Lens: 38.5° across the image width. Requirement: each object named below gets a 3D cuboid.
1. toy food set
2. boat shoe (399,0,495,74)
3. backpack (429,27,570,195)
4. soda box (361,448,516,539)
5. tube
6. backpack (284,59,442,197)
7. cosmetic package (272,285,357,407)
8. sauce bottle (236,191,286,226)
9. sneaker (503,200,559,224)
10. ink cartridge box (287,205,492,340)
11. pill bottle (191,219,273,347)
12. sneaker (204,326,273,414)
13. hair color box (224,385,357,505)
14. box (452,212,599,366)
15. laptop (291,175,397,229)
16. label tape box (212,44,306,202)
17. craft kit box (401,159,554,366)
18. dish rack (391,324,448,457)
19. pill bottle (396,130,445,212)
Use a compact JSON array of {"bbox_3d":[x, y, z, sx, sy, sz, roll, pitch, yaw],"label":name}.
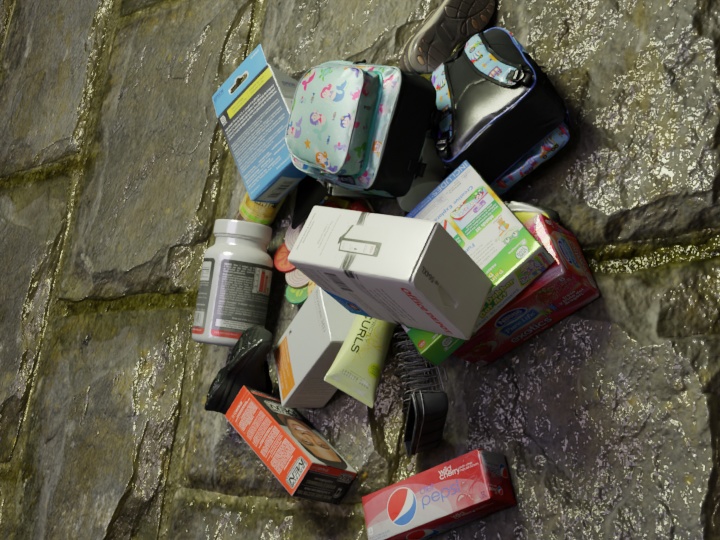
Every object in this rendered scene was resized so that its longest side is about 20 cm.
[{"bbox_3d":[-0.055,-0.035,1.623,0.198,0.049,0.201,18,86,45],"label":"toy food set"},{"bbox_3d":[0.123,-0.366,1.542,0.200,0.075,0.073,-46,23,-26],"label":"boat shoe"},{"bbox_3d":[0.180,-0.230,1.430,0.182,0.134,0.200,-41,37,20],"label":"backpack"},{"bbox_3d":[0.098,0.299,1.335,0.200,0.063,0.070,-30,54,31],"label":"soda box"},{"bbox_3d":[0.017,0.084,1.390,0.058,0.052,0.201,9,55,20],"label":"tube"},{"bbox_3d":[-0.014,-0.197,1.394,0.200,0.150,0.178,22,99,51],"label":"backpack"},{"bbox_3d":[-0.057,0.111,1.496,0.200,0.071,0.102,-55,39,47],"label":"cosmetic package"},{"bbox_3d":[-0.143,-0.151,1.700,0.200,0.064,0.065,-60,41,35],"label":"sauce bottle"},{"bbox_3d":[0.185,-0.037,1.396,0.199,0.078,0.091,-14,72,44],"label":"sneaker"},{"bbox_3d":[0.037,0.001,1.236,0.199,0.146,0.085,10,67,42],"label":"ink cartridge box"},{"bbox_3d":[-0.203,0.023,1.671,0.116,0.116,0.201,4,83,43],"label":"pill bottle"},{"bbox_3d":[-0.169,0.161,1.598,0.200,0.090,0.076,-55,14,42],"label":"sneaker"},{"bbox_3d":[-0.104,0.255,1.512,0.200,0.101,0.061,40,101,43],"label":"hair color box"},{"bbox_3d":[0.192,0.029,1.337,0.200,0.095,0.100,-35,51,27],"label":"box"},{"bbox_3d":[-0.003,-0.165,1.613,0.200,0.116,0.188,-37,38,51],"label":"laptop"},{"bbox_3d":[-0.143,-0.228,1.614,0.143,0.066,0.201,-38,64,35],"label":"label tape box"},{"bbox_3d":[0.117,-0.014,1.313,0.200,0.048,0.198,-43,42,10],"label":"craft kit box"},{"bbox_3d":[0.073,0.131,1.378,0.054,0.154,0.201,-7,58,-8],"label":"dish rack"},{"bbox_3d":[0.059,-0.185,1.495,0.111,0.111,0.201,-35,58,27],"label":"pill bottle"}]
